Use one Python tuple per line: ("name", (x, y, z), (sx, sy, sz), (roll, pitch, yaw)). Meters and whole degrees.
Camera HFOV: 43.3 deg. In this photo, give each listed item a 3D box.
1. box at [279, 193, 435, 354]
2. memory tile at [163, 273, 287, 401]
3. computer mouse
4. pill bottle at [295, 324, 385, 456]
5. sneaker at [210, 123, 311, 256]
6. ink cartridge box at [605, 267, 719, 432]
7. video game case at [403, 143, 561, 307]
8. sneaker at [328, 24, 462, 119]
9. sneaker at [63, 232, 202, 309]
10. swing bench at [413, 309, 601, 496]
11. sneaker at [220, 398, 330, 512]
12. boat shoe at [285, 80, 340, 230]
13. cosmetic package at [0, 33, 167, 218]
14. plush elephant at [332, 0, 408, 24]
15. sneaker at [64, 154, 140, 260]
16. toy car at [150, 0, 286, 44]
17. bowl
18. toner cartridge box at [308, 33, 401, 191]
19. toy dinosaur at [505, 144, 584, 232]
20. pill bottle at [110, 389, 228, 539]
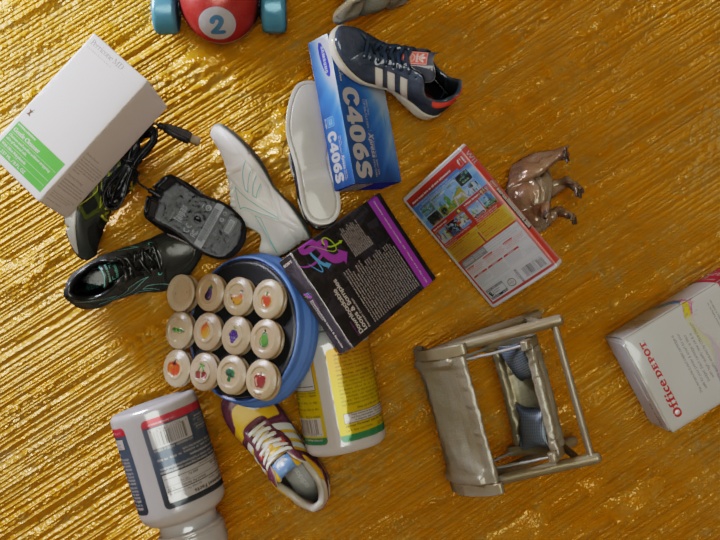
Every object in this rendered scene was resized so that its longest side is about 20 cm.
("box", (0.000, 0.000, 1.201), (0.199, 0.036, 0.144), (-36, 93, -45))
("memory tile", (-0.181, 0.083, 1.184), (0.197, 0.017, 0.156), (3, 85, 32))
("computer mouse", (-0.232, -0.108, 1.215), (0.197, 0.046, 0.142), (25, 81, -7))
("pill bottle", (-0.036, 0.136, 1.218), (0.111, 0.113, 0.204), (-11, 90, -3))
("sneaker", (-0.152, -0.107, 1.235), (0.080, 0.070, 0.202), (-35, 90, 6))
("ink cartridge box", (0.464, 0.107, 1.258), (0.198, 0.083, 0.147), (-29, 92, -3))
("video game case", (0.161, -0.056, 1.224), (0.201, 0.143, 0.017), (50, 51, -2))
("sneaker", (0.053, -0.275, 1.202), (0.198, 0.084, 0.076), (22, 66, -30))
("sneaker", (-0.305, 0.003, 1.221), (0.197, 0.079, 0.076), (-24, 90, -5))
("swing bench", (0.190, 0.179, 1.221), (0.197, 0.130, 0.202), (-17, 91, -3))
("sneaker", (-0.112, 0.239, 1.223), (0.200, 0.090, 0.075), (45, 88, -2))
("boat shoe", (-0.063, -0.155, 1.243), (0.072, 0.060, 0.204), (-9, 82, -11))
("cosmetic package", (-0.356, -0.182, 1.155), (0.107, 0.085, 0.201), (38, 85, 13))
("plush elephant", (0.005, -0.418, 1.216), (0.200, 0.163, 0.157), (41, 129, 29))
("sneaker", (-0.343, -0.113, 1.221), (0.083, 0.074, 0.204), (8, 89, -3))
("toy car", (-0.189, -0.401, 1.169), (0.181, 0.200, 0.181), (-1, 90, -3))
("bowl", (-0.146, 0.078, 1.196), (0.198, 0.039, 0.205), (-4, 82, 32))
("toner cartridge box", (-0.007, -0.212, 1.226), (0.094, 0.043, 0.204), (-8, 86, -46))
("toy dinosaur", (0.227, -0.101, 1.254), (0.134, 0.086, 0.203), (0, 64, 39))
("pill bottle", (-0.246, 0.272, 1.202), (0.118, 0.120, 0.203), (-17, 91, -3))
